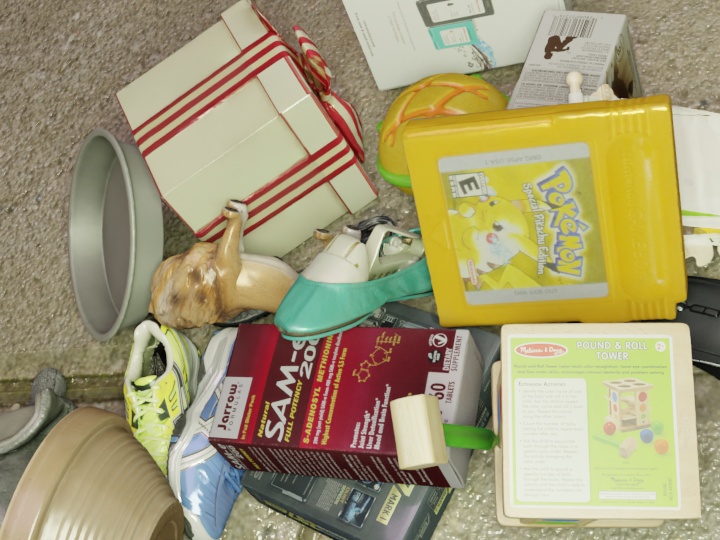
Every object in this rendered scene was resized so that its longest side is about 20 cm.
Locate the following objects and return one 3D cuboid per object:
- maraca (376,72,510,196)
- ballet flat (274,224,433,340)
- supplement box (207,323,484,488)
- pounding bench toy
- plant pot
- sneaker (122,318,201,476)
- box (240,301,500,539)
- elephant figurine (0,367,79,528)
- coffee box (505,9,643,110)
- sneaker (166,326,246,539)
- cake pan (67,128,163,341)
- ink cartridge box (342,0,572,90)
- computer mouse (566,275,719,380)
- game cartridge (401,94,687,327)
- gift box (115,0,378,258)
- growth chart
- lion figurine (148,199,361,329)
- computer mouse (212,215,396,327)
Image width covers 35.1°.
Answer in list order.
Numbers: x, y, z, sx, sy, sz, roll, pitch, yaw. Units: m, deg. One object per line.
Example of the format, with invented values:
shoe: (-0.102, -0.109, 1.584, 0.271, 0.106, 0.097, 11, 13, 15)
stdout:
maraca: (0.075, -0.131, 1.052, 0.136, 0.108, 0.200, -23, 27, 5)
ballet flat: (0.000, 0.000, 0.930, 0.067, 0.199, 0.071, 14, 110, 35)
supplement box: (-0.010, 0.103, 0.897, 0.198, 0.061, 0.110, 0, 58, 21)
pounding bench toy: (0.122, 0.116, 0.808, 0.198, 0.156, 0.126, -1, 75, 3)
plant pot: (-0.196, 0.213, 0.877, 0.092, 0.201, 0.203, 12, 64, 10)
sneaker: (-0.184, 0.137, 1.008, 0.075, 0.077, 0.202, -16, 57, 11)
box: (0.016, 0.126, 0.943, 0.156, 0.051, 0.201, 16, 66, 31)
elephant figurine: (-0.284, 0.164, 1.002, 0.154, 0.142, 0.201, 22, 59, 15)
coffee box: (0.175, -0.109, 0.984, 0.079, 0.113, 0.202, 10, 65, 28)
sneaker: (-0.108, 0.135, 0.974, 0.076, 0.076, 0.202, -3, 58, 24)
cake pan: (-0.236, -0.034, 1.092, 0.036, 0.201, 0.201, -1, 44, -31)
ink cartridge box: (0.096, -0.291, 1.104, 0.198, 0.147, 0.148, -8, 48, 18)
computer mouse: (0.246, 0.058, 0.888, 0.199, 0.046, 0.141, 30, 75, 35)
game cartridge: (0.142, -0.038, 0.868, 0.198, 0.178, 0.033, -3, 28, 22)
gift box: (-0.106, -0.141, 1.084, 0.186, 0.185, 0.201, -32, 56, 4)
growth chart: (0.253, -0.074, 0.910, 0.198, 0.018, 0.146, 12, 70, -10)
lion figurine: (-0.083, 0.010, 1.012, 0.198, 0.073, 0.124, 13, 104, -7)
computer mouse: (-0.057, 0.001, 1.067, 0.198, 0.034, 0.059, -21, 84, 2)
